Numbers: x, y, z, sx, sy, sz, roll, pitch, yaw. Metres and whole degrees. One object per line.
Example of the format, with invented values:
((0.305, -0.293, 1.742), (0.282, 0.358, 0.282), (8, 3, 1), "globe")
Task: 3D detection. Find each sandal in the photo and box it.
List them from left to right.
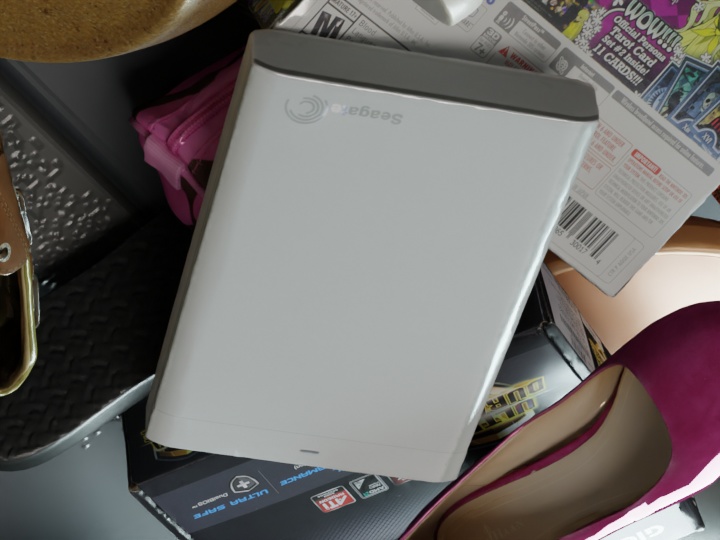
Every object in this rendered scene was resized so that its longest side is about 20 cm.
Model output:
((-0.081, 0.018, 1.188), (0.199, 0.076, 0.048), (-25, 166, -6), "sandal")

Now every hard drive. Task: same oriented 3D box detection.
((0.000, 0.000, 1.097), (0.131, 0.026, 0.201), (8, 133, -12), "hard drive")

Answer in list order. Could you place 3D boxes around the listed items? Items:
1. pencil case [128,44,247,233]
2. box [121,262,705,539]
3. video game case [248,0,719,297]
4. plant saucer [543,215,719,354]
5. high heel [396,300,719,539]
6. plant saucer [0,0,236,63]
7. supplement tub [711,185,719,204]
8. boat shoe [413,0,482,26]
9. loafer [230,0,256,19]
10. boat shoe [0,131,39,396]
((0.002, -0.086, 1.129), (0.200, 0.091, 0.094), (-38, 168, 2), "pencil case")
((0.027, 0.090, 1.256), (0.199, 0.050, 0.199), (-22, 140, 14), "box")
((0.087, -0.109, 1.078), (0.200, 0.036, 0.181), (34, 103, -32), "video game case")
((0.120, 0.035, 1.276), (0.199, 0.038, 0.201), (-4, 144, -3), "plant saucer")
((0.082, 0.078, 1.150), (0.096, 0.068, 0.200), (-15, 163, -40), "high heel")
((-0.125, -0.128, 0.988), (0.199, 0.036, 0.201), (8, 149, 5), "plant saucer")
((0.253, -0.060, 1.252), (0.199, 0.123, 0.123), (7, 122, -30), "supplement tub")
((0.005, -0.187, 0.991), (0.093, 0.200, 0.075), (-36, 171, -5), "boat shoe")
((-0.097, -0.148, 1.049), (0.072, 0.073, 0.200), (-36, 128, 24), "loafer")
((-0.153, -0.018, 1.067), (0.072, 0.068, 0.200), (-29, 155, -6), "boat shoe")
